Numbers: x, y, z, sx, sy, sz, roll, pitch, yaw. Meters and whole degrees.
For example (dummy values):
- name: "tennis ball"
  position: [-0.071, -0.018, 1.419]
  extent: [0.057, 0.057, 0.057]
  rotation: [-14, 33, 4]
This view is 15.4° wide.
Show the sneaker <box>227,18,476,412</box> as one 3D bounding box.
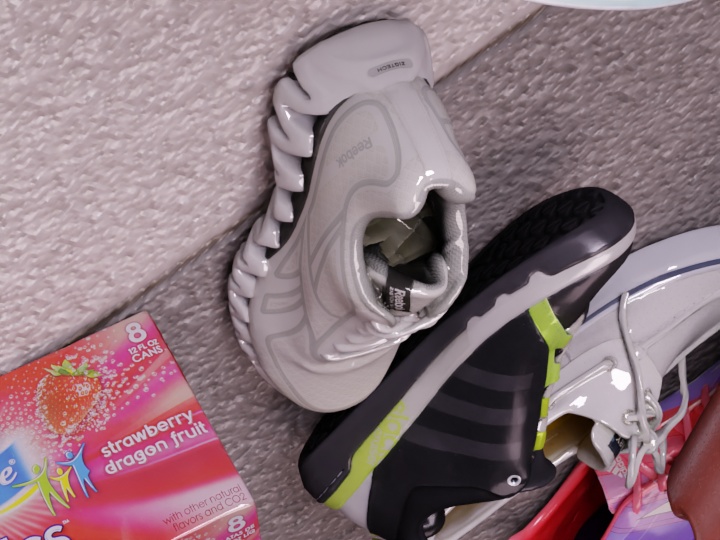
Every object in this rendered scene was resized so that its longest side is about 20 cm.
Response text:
- name: "sneaker"
  position: [0.000, 0.000, 0.994]
  extent: [0.075, 0.081, 0.200]
  rotation: [-21, 149, -21]

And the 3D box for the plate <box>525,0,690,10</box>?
- name: "plate"
  position: [0.015, -0.131, 0.712]
  extent: [0.199, 0.200, 0.026]
  rotation: [-4, 128, -39]

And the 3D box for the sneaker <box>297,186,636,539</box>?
- name: "sneaker"
  position: [0.059, 0.047, 1.092]
  extent: [0.200, 0.083, 0.072]
  rotation: [-44, -172, 33]

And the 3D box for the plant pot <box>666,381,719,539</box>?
- name: "plant pot"
  position: [0.245, 0.058, 1.151]
  extent: [0.200, 0.201, 0.196]
  rotation: [6, 124, -46]

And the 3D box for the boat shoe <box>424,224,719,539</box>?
- name: "boat shoe"
  position: [0.104, 0.061, 1.163]
  extent: [0.201, 0.086, 0.075]
  rotation: [-29, 149, -6]

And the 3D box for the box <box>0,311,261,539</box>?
- name: "box"
  position: [-0.143, 0.114, 1.002]
  extent: [0.199, 0.100, 0.096]
  rotation: [-24, 148, -13]

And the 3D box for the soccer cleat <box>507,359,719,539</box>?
- name: "soccer cleat"
  position: [0.154, 0.090, 1.275]
  extent: [0.073, 0.068, 0.200]
  rotation: [18, 124, -43]
